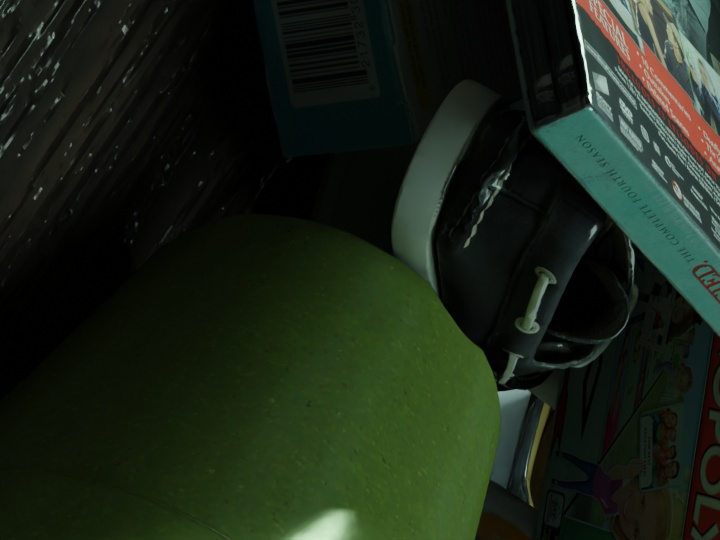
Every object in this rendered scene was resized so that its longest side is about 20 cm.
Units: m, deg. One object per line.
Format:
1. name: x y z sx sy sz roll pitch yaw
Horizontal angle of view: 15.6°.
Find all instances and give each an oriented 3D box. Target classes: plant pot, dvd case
1. plant pot: -0.045 0.087 0.735 0.190 0.200 0.200 -58 158 -45
2. dvd case: 0.078 -0.083 0.777 0.146 0.022 0.200 42 33 -46

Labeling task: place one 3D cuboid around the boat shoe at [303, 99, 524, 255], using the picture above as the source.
1. boat shoe: 0.000 0.000 0.902 0.062 0.073 0.200 -15 -134 62

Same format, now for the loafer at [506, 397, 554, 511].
1. loafer: 0.113 0.045 1.117 0.072 0.073 0.200 81 26 -61

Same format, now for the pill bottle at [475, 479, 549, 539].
1. pill bottle: -0.011 0.165 0.943 0.200 0.112 0.112 -59 156 -13

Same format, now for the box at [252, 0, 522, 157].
1. box: 0.039 -0.098 0.842 0.200 0.049 0.082 -26 108 -56

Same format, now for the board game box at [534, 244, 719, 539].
1. board game box: 0.110 0.042 0.860 0.029 0.135 0.200 8 91 -25

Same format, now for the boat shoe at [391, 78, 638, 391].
1. boat shoe: 0.057 0.002 0.817 0.074 0.060 0.200 -59 164 -15

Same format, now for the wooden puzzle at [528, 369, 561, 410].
1. wooden puzzle: 0.106 -0.025 0.946 0.037 0.185 0.200 -1 114 -36

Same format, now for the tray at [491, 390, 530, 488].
1. tray: 0.024 0.123 1.092 0.107 0.022 0.200 -32 140 -53
